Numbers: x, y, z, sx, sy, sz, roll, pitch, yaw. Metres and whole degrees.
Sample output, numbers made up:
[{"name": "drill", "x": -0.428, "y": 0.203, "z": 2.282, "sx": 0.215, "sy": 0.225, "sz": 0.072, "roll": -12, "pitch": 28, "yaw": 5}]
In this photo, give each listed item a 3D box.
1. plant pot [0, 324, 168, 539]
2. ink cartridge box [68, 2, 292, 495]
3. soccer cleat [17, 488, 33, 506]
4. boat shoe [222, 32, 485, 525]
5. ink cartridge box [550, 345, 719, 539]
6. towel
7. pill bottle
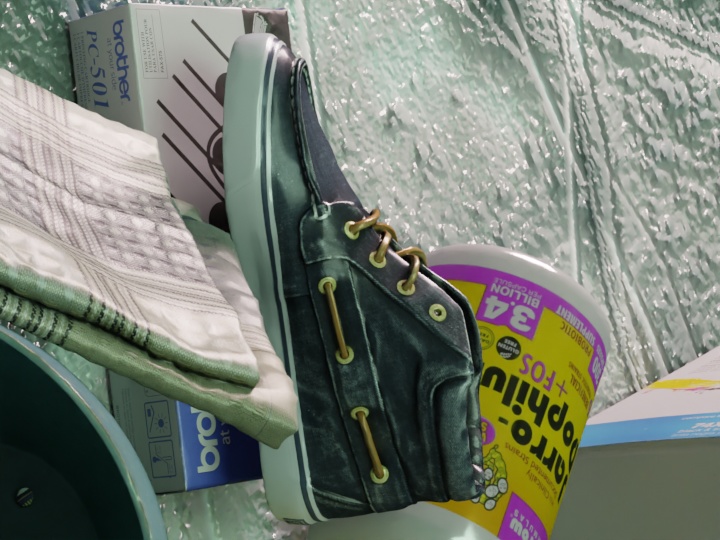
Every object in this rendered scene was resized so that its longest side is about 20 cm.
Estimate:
[{"name": "plant pot", "x": -0.149, "y": 0.109, "z": 0.797, "sx": 0.135, "sy": 0.198, "sz": 0.202, "roll": 9, "pitch": 74, "yaw": -81}, {"name": "ink cartridge box", "x": -0.065, "y": -0.010, "z": 0.993, "sx": 0.094, "sy": 0.044, "sz": 0.202, "roll": -5, "pitch": 87, "yaw": -46}, {"name": "soccer cleat", "x": -0.073, "y": 0.157, "z": 0.934, "sx": 0.200, "sy": 0.065, "sz": 0.084, "roll": 47, "pitch": 69, "yaw": -29}, {"name": "boat shoe", "x": 0.000, "y": 0.000, "z": 0.949, "sx": 0.071, "sy": 0.090, "sz": 0.202, "roll": -33, "pitch": 116, "yaw": -78}, {"name": "ink cartridge box", "x": 0.210, "y": 0.127, "z": 1.197, "sx": 0.199, "sy": 0.145, "sz": 0.148, "roll": -23, "pitch": 100, "yaw": -48}, {"name": "towel", "x": -0.116, "y": -0.028, "z": 0.830, "sx": 0.199, "sy": 0.193, "sz": 0.035, "roll": 29, "pitch": 104, "yaw": -27}, {"name": "pill bottle", "x": 0.039, "y": 0.095, "z": 1.046, "sx": 0.104, "sy": 0.104, "sz": 0.201, "roll": 43, "pitch": 54, "yaw": -34}]
